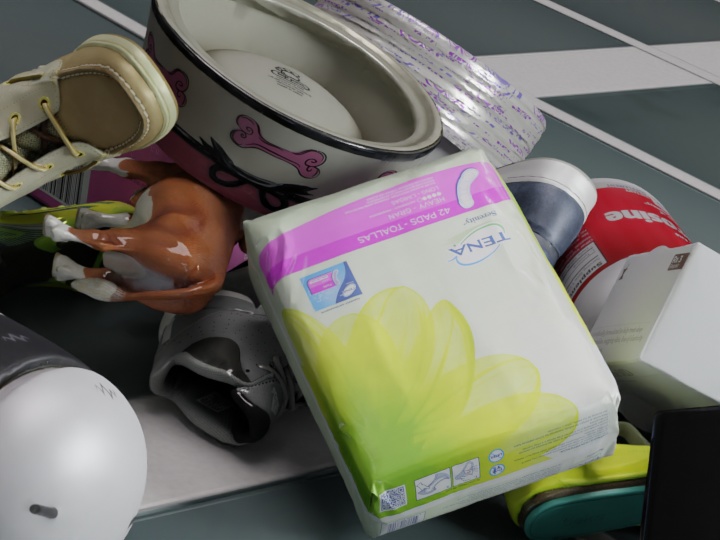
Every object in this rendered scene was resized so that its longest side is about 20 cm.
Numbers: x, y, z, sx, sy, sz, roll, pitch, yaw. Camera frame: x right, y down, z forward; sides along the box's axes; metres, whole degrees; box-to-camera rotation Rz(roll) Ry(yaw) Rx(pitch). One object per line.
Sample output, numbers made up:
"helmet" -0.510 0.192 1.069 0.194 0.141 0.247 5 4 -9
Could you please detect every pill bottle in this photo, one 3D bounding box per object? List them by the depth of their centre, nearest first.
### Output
"pill bottle" 0.178 0.024 1.412 0.112 0.112 0.200 7 22 -13

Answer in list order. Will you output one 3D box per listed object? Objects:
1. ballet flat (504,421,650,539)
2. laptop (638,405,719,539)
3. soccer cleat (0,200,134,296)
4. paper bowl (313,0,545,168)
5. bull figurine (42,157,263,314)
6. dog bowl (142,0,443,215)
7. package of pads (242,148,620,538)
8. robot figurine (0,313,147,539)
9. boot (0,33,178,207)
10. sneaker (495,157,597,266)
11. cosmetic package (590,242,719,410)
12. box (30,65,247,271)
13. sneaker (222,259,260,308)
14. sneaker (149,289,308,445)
"ballet flat" 0.174 0.115 1.236 0.200 0.067 0.067 2 45 -18
"laptop" 0.257 0.168 1.125 0.200 0.116 0.187 32 46 -20
"soccer cleat" -0.217 -0.019 1.369 0.084 0.065 0.200 37 33 30
"paper bowl" 0.033 -0.124 1.653 0.201 0.104 0.201 33 0 0
"bull figurine" -0.117 -0.030 1.312 0.121 0.065 0.200 7 19 3
"dog bowl" -0.052 -0.102 1.342 0.200 0.074 0.200 24 25 -12
"package of pads" 0.040 0.036 1.202 0.154 0.068 0.200 -18 56 -12
"robot figurine" -0.197 0.082 1.061 0.200 0.125 0.150 26 49 32
"boot" -0.205 -0.065 1.246 0.155 0.072 0.200 -38 18 -32
"sneaker" 0.054 0.011 1.427 0.077 0.146 0.202 38 -31 -22
"cosmetic package" 0.239 0.065 1.257 0.200 0.081 0.113 27 -10 -8
"box" -0.106 -0.078 1.537 0.200 0.097 0.176 -11 31 -43
"sneaker" 0.000 0.000 1.355 0.200 0.071 0.099 -10 15 26
"sneaker" -0.029 0.069 1.263 0.200 0.075 0.116 4 26 7
